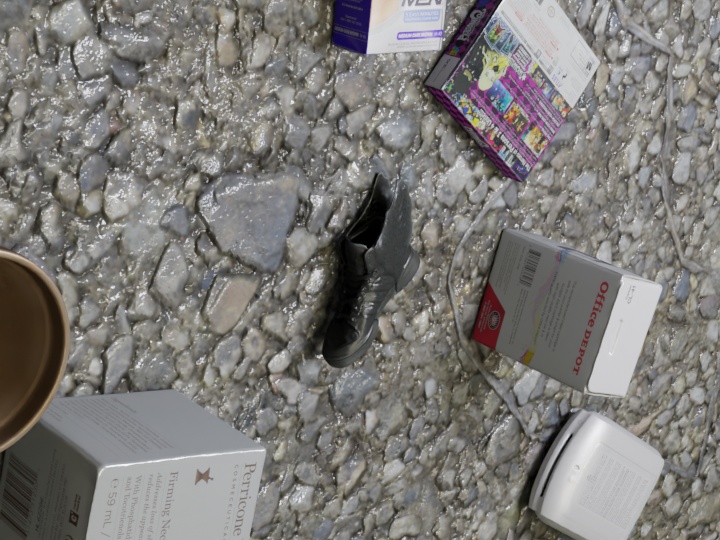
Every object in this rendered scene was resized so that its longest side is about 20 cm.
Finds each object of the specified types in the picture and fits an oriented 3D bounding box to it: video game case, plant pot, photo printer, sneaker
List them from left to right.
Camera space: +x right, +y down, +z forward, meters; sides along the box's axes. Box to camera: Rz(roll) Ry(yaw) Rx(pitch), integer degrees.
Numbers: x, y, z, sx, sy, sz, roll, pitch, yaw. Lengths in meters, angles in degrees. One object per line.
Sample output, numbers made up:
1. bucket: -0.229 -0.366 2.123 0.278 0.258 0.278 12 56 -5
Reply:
1. plant pot: -0.365 0.064 1.350 0.199 0.092 0.203 -18 119 -36
2. sneaker: 0.002 0.001 1.688 0.201 0.060 0.104 -54 136 -18
3. video game case: 0.180 -0.229 1.768 0.200 0.036 0.182 41 78 -44
4. photo printer: 0.318 0.287 2.090 0.199 0.069 0.168 31 86 -45

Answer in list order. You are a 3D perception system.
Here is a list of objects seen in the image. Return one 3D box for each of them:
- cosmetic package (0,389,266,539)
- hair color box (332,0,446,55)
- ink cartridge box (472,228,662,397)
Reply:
1. cosmetic package: -0.228 0.226 1.492 0.199 0.166 0.169 -1 108 -43
2. hair color box: 0.037 -0.329 1.576 0.109 0.065 0.202 -11 113 -39
3. ink cartridge box: 0.244 0.050 1.829 0.085 0.199 0.149 10 101 -44
